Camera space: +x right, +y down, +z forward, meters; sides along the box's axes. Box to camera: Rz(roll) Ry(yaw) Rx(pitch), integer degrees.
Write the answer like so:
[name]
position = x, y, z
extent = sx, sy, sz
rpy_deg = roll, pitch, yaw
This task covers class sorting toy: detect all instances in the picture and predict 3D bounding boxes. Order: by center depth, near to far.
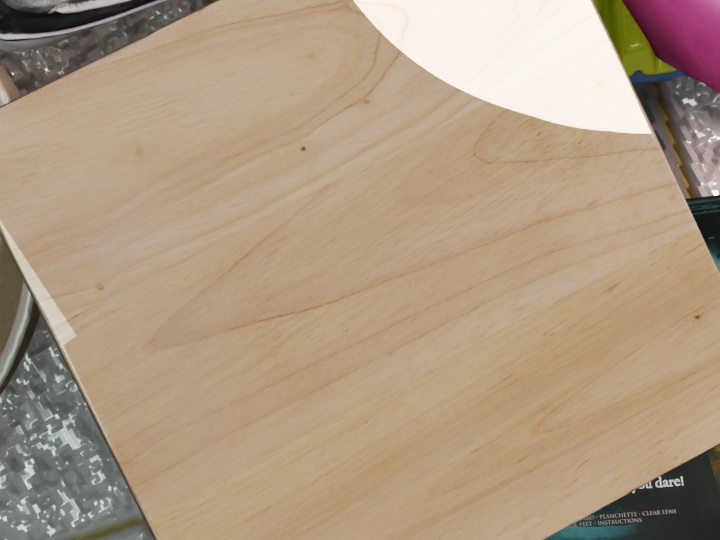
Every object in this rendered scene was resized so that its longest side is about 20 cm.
[sorting toy]
position = 0.000, 0.000, 0.851
extent = 0.199, 0.070, 0.199
rpy_deg = -27, 98, -9

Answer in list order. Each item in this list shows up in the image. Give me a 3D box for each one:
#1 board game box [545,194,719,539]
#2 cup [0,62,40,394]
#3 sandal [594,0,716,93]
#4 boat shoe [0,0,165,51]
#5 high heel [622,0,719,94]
[board game box]
position = 0.152, 0.038, 0.929
extent = 0.199, 0.028, 0.136
rpy_deg = -6, 100, 19
[cup]
position = -0.194, -0.018, 0.944
extent = 0.199, 0.143, 0.201
rpy_deg = 0, 94, 8
[sandal]
position = 0.102, -0.092, 0.921
extent = 0.199, 0.087, 0.080
rpy_deg = 9, 82, 6
[boat shoe]
position = -0.045, -0.132, 0.867
extent = 0.199, 0.068, 0.074
rpy_deg = -21, 96, -25
[high heel]
position = 0.125, -0.027, 0.851
extent = 0.200, 0.067, 0.096
rpy_deg = 42, 103, -11
